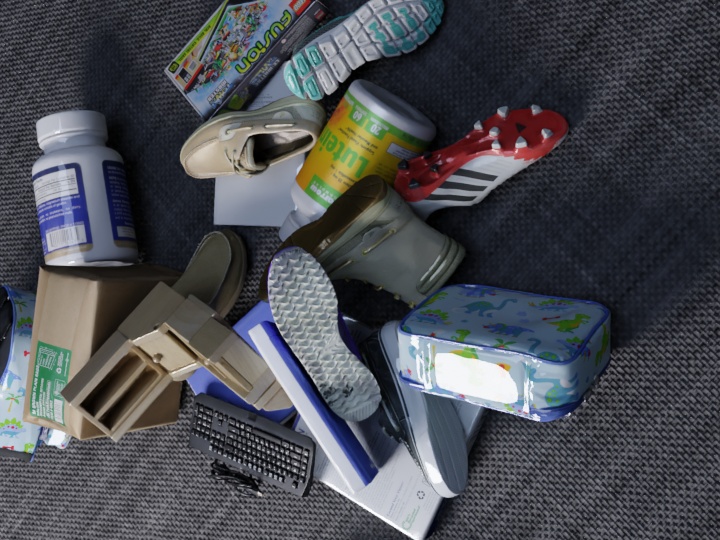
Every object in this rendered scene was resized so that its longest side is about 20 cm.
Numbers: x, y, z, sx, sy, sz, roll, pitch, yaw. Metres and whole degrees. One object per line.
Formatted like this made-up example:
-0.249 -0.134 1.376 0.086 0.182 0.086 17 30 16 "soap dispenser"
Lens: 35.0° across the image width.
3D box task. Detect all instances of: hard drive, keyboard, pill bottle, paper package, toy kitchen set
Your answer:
-0.115 0.119 1.397 0.200 0.025 0.132 -42 71 22 "hard drive"
-0.139 0.220 1.355 0.200 0.040 0.104 15 107 38 "keyboard"
-0.364 -0.101 1.494 0.120 0.120 0.200 -13 83 29 "pill bottle"
-0.048 0.146 1.238 0.025 0.132 0.200 -34 83 1 "hard drive"
-0.311 0.094 1.422 0.103 0.191 0.200 11 96 31 "paper package"
-0.119 -0.154 1.409 0.132 0.027 0.200 3 90 29 "hard drive"
-0.191 0.148 1.286 0.180 0.163 0.200 -49 34 -10 "toy kitchen set"
-0.010 -0.105 1.298 0.111 0.111 0.200 40 108 24 "pill bottle"

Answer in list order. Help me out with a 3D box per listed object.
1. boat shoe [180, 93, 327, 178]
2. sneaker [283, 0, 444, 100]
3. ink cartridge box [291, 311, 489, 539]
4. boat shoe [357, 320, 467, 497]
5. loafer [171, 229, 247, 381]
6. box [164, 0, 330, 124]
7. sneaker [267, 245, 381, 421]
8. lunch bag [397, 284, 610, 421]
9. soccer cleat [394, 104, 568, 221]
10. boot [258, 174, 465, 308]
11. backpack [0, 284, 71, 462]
-0.132 -0.146 1.351 0.200 0.072 0.065 -16 42 23 "boat shoe"
-0.001 -0.276 1.317 0.200 0.091 0.078 -25 119 7 "sneaker"
0.030 0.175 1.306 0.200 0.041 0.200 28 104 20 "ink cartridge box"
0.055 0.155 1.241 0.071 0.072 0.200 -31 69 30 "boat shoe"
-0.203 0.037 1.407 0.076 0.067 0.200 12 77 35 "loafer"
-0.140 -0.280 1.393 0.200 0.035 0.110 -46 61 12 "box"
-0.050 0.062 1.212 0.070 0.100 0.200 -26 108 -7 "sneaker"
0.152 0.077 1.181 0.200 0.161 0.083 9 116 27 "lunch bag"
0.133 -0.115 1.247 0.200 0.085 0.069 -24 54 4 "soccer cleat"
0.000 0.000 1.259 0.200 0.155 0.072 -39 36 23 "boot"
-0.437 0.128 1.500 0.183 0.147 0.200 46 119 54 "backpack"
